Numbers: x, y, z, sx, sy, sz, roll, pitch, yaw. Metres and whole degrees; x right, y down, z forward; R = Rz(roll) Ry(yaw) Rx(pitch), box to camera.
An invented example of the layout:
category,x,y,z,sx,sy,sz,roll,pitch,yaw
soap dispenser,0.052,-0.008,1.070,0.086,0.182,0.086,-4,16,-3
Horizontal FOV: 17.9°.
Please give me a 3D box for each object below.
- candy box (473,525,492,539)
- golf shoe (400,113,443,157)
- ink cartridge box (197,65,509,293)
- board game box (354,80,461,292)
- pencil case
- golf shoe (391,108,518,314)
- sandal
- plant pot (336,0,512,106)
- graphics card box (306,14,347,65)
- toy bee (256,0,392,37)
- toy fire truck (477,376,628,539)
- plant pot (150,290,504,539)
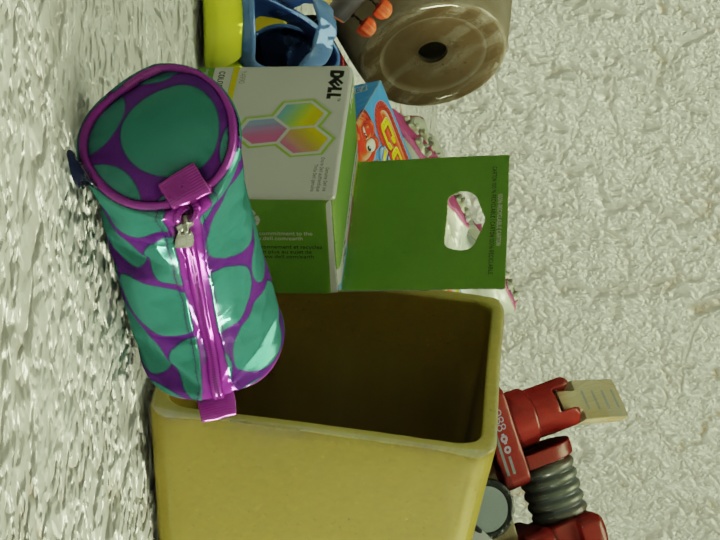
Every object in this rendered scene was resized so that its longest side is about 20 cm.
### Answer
category,x,y,z,sx,sy,sz,roll,pitch,yaw
candy box,0.008,0.276,1.631,0.200,0.071,0.168,-38,149,-21
golf shoe,0.043,-0.068,1.808,0.092,0.075,0.200,58,11,12
ink cartridge box,-0.009,-0.058,1.405,0.148,0.198,0.076,-83,171,-53
board game box,0.000,0.000,1.586,0.196,0.055,0.201,-63,136,-57
pencil case,-0.090,-0.012,1.171,0.201,0.084,0.093,80,-5,-56
golf shoe,0.044,-0.029,1.712,0.201,0.091,0.075,59,8,-29
sandal,-0.054,-0.139,1.543,0.200,0.086,0.080,68,20,-79
plant pot,0.042,-0.232,1.793,0.201,0.198,0.175,82,-1,-53
graphics card box,-0.042,-0.123,1.827,0.200,0.050,0.127,46,44,-80
toy bee,-0.024,-0.218,1.623,0.131,0.109,0.200,-51,173,33
toy fire truck,0.146,0.161,1.771,0.129,0.199,0.177,172,-101,-73
plant pot,-0.024,0.135,1.378,0.195,0.194,0.201,-78,176,-64
